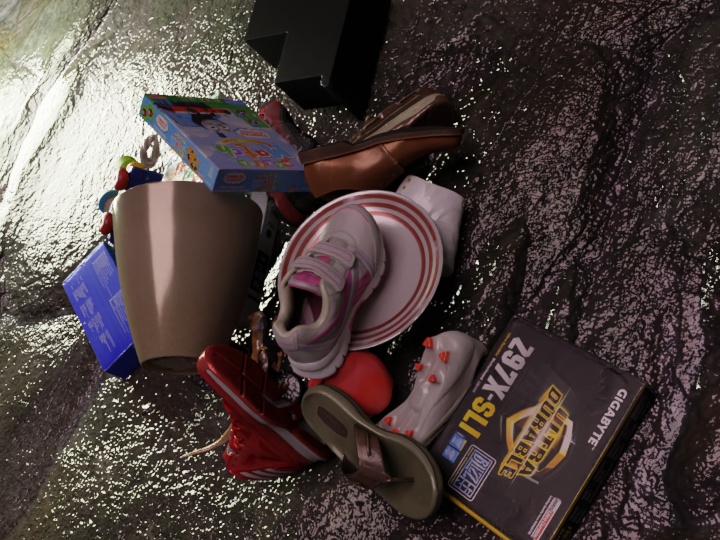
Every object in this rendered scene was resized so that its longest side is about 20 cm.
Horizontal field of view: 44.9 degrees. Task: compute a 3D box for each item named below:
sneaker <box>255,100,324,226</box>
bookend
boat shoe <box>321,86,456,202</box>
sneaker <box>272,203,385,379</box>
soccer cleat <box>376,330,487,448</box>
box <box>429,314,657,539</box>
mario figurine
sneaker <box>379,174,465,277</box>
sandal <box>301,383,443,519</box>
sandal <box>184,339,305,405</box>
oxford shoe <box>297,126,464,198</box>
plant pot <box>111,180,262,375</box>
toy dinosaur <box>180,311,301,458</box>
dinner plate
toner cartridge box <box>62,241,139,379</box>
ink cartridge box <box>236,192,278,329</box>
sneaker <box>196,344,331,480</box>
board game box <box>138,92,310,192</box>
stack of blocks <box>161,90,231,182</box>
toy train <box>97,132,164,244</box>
[{"bbox_3d":[-0.086,-0.159,1.186,0.098,0.071,0.201,-27,57,19],"label":"sneaker"},{"bbox_3d":[-0.078,-0.314,1.243,0.199,0.092,0.200,-1,68,34],"label":"bookend"},{"bbox_3d":[0.025,-0.163,1.120,0.202,0.075,0.075,-32,44,2],"label":"boat shoe"},{"bbox_3d":[-0.034,0.012,0.936,0.081,0.088,0.200,7,68,25],"label":"sneaker"},{"bbox_3d":[0.071,0.155,0.937,0.069,0.078,0.200,46,115,45],"label":"soccer cleat"},{"bbox_3d":[0.173,0.166,0.875,0.160,0.049,0.200,30,85,40],"label":"box"},{"bbox_3d":[-0.022,0.104,1.028,0.106,0.124,0.200,-18,37,-25],"label":"mario figurine"},{"bbox_3d":[0.032,-0.059,1.066,0.200,0.074,0.116,7,68,25],"label":"sneaker"},{"bbox_3d":[0.001,0.191,0.897,0.201,0.057,0.080,30,118,34],"label":"sandal"},{"bbox_3d":[-0.153,0.131,1.110,0.200,0.045,0.075,24,87,23],"label":"sandal"},{"bbox_3d":[0.030,-0.131,1.043,0.200,0.071,0.071,-12,99,11],"label":"oxford shoe"},{"bbox_3d":[-0.217,0.021,1.068,0.187,0.187,0.200,-12,67,28],"label":"plant pot"},{"bbox_3d":[-0.130,0.152,1.051,0.106,0.060,0.200,16,85,38],"label":"toy dinosaur"},{"bbox_3d":[0.000,0.000,0.994,0.200,0.024,0.200,-10,61,17],"label":"dinner plate"},{"bbox_3d":[-0.361,0.055,1.272,0.095,0.043,0.200,-44,52,6],"label":"toner cartridge box"},{"bbox_3d":[-0.171,-0.019,1.191,0.099,0.039,0.200,-1,68,32],"label":"ink cartridge box"},{"bbox_3d":[-0.135,0.176,0.977,0.115,0.200,0.078,-35,25,18],"label":"sneaker"},{"bbox_3d":[-0.167,-0.162,1.101,0.200,0.151,0.037,45,125,36],"label":"board game box"},{"bbox_3d":[-0.217,-0.158,1.237,0.115,0.059,0.200,-23,43,36],"label":"stack of blocks"},{"bbox_3d":[-0.336,-0.145,1.306,0.116,0.085,0.200,42,115,52],"label":"toy train"}]
